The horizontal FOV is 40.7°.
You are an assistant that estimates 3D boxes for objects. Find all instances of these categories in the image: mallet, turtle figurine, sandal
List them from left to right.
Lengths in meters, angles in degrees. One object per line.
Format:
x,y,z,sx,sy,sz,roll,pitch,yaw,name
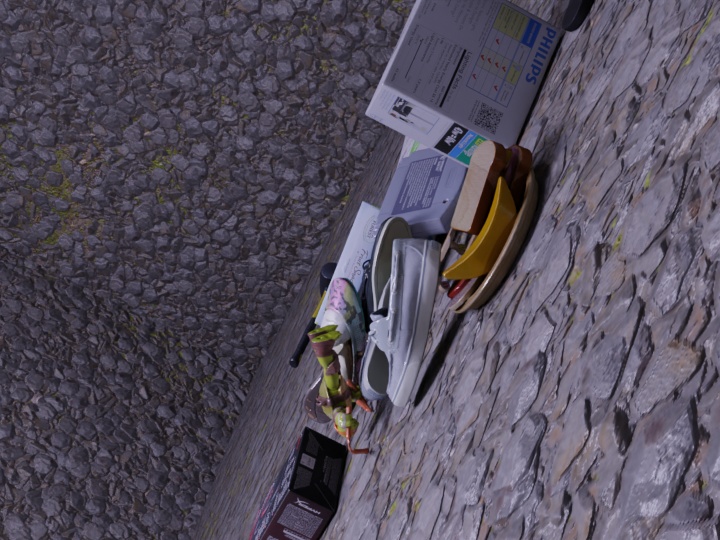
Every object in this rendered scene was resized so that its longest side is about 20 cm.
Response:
-0.070,0.067,1.545,0.201,0.040,0.067,-63,-16,-49,mallet
-0.033,0.161,1.335,0.200,0.063,0.164,-62,-42,-78,turtle figurine
0.301,-0.411,1.267,0.203,0.044,0.075,-65,7,-8,sandal

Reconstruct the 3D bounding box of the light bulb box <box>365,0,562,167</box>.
0.141,-0.274,1.345,0.201,0.197,0.125,-65,5,-13,light bulb box

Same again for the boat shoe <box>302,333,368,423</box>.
-0.021,0.154,1.548,0.200,0.076,0.072,-49,-2,22,boat shoe

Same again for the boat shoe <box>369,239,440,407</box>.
0.047,0.059,1.155,0.070,0.070,0.205,-54,-25,-76,boat shoe

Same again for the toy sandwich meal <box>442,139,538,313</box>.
0.136,-0.051,1.105,0.208,0.069,0.205,-63,7,13,toy sandwich meal

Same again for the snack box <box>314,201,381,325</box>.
0.000,0.000,1.546,0.142,0.052,0.203,17,-86,-80,snack box

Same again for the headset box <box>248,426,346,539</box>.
-0.102,0.356,1.418,0.202,0.074,0.149,-61,7,26,headset box

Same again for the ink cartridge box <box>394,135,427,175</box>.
0.132,-0.228,1.737,0.146,0.083,0.201,-59,9,36,ink cartridge box

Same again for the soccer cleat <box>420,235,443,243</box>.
0.089,-0.081,1.506,0.070,0.085,0.201,-60,7,34,soccer cleat

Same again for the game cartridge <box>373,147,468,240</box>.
0.102,-0.118,1.447,0.131,0.041,0.202,-13,35,30,game cartridge

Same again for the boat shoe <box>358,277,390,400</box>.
0.041,0.085,1.342,0.071,0.069,0.204,-43,25,63,boat shoe

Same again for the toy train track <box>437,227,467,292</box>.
0.128,-0.035,1.301,0.116,0.032,0.201,112,-177,-47,toy train track

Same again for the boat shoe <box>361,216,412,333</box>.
0.031,0.013,1.397,0.066,0.074,0.203,29,129,47,boat shoe

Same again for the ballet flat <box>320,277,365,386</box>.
-0.027,0.111,1.417,0.071,0.069,0.203,-29,-56,-32,ballet flat
